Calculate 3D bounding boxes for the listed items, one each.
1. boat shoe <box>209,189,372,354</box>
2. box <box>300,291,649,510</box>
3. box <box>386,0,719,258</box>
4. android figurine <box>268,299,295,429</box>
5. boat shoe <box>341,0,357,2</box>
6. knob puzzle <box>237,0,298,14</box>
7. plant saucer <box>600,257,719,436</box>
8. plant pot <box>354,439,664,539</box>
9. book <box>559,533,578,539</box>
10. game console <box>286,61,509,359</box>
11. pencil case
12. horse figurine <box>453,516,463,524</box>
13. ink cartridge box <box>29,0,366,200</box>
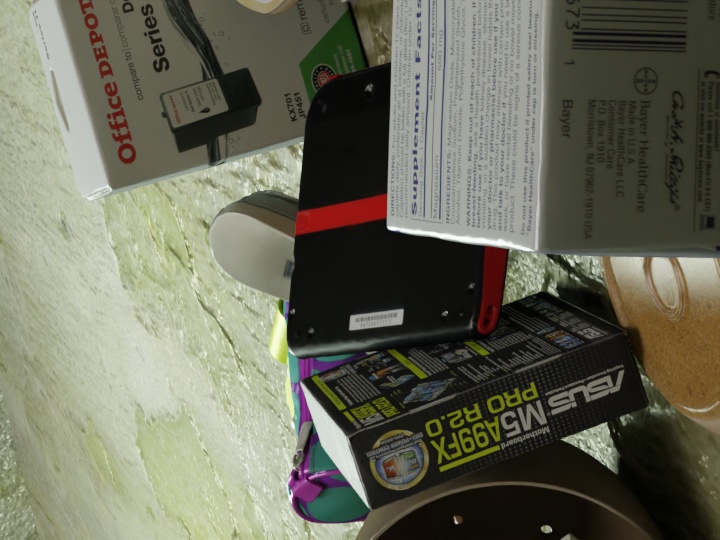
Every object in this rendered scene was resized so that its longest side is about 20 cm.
[{"bbox_3d":[-0.001,0.001,1.622,0.200,0.072,0.070,27,125,11],"label":"boat shoe"},{"bbox_3d":[0.058,0.068,1.367,0.200,0.159,0.045,-149,38,-79],"label":"box"},{"bbox_3d":[0.093,-0.103,1.178,0.200,0.104,0.186,-168,79,-70],"label":"box"},{"bbox_3d":[-0.022,0.108,1.907,0.201,0.041,0.183,104,145,-56],"label":"android figurine"},{"bbox_3d":[0.014,-0.203,1.507,0.062,0.073,0.200,33,165,-20],"label":"boat shoe"},{"bbox_3d":[-0.057,-0.250,1.545,0.219,0.030,0.222,-176,90,-68],"label":"knob puzzle"},{"bbox_3d":[0.166,0.001,1.236,0.200,0.035,0.202,162,90,-73],"label":"plant saucer"},{"bbox_3d":[0.085,0.170,1.432,0.135,0.198,0.202,-88,-8,-61],"label":"plant pot"},{"bbox_3d":[0.090,0.249,1.378,0.133,0.200,0.048,39,-158,-23],"label":"book"},{"bbox_3d":[0.025,-0.040,1.452,0.199,0.031,0.178,-10,74,55],"label":"game console"},{"bbox_3d":[-0.014,0.065,1.677,0.085,0.092,0.202,-30,56,42],"label":"pencil case"},{"bbox_3d":[0.054,0.161,1.708,0.133,0.050,0.200,58,161,23],"label":"horse figurine"},{"bbox_3d":[-0.107,-0.143,1.665,0.083,0.199,0.148,169,84,-72],"label":"ink cartridge box"}]
